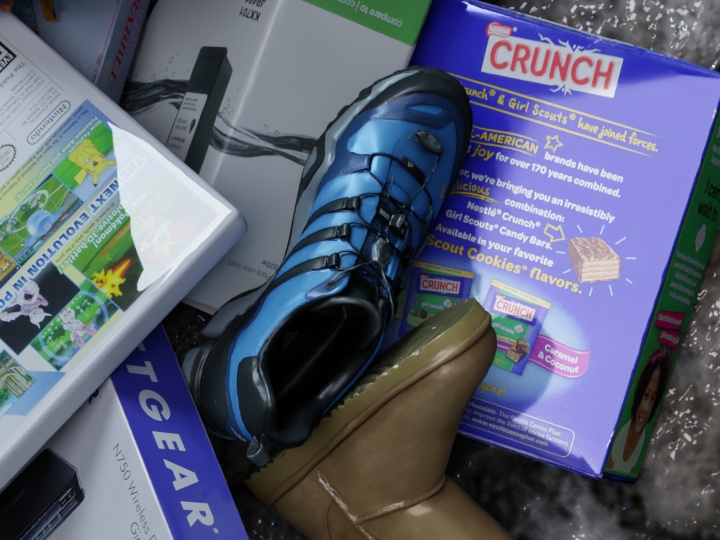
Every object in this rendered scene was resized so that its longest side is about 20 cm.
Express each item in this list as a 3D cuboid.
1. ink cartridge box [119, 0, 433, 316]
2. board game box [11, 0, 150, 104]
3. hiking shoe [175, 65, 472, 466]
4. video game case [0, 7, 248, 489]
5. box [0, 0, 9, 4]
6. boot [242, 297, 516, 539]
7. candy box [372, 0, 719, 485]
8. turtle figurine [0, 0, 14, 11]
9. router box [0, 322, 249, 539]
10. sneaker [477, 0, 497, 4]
[{"bbox_3d":[-0.056,-0.081,1.442,0.146,0.083,0.201,23,92,59],"label":"ink cartridge box"},{"bbox_3d":[-0.201,-0.151,1.462,0.199,0.041,0.200,11,71,13],"label":"board game box"},{"bbox_3d":[0.000,0.000,1.358,0.201,0.074,0.087,-58,30,-3],"label":"hiking shoe"},{"bbox_3d":[-0.178,-0.002,1.355,0.200,0.022,0.182,-46,61,-6],"label":"video game case"},{"bbox_3d":[-0.142,-0.194,1.354,0.200,0.038,0.137,-13,53,57],"label":"box"},{"bbox_3d":[0.062,0.127,1.383,0.200,0.066,0.175,47,133,-3],"label":"boot"},{"bbox_3d":[0.079,-0.018,1.434,0.168,0.077,0.201,18,91,19],"label":"candy box"},{"bbox_3d":[-0.073,-0.182,1.365,0.200,0.161,0.065,-37,93,-21],"label":"turtle figurine"},{"bbox_3d":[-0.141,0.119,1.375,0.180,0.049,0.201,-46,54,32],"label":"router box"},{"bbox_3d":[0.107,-0.201,1.434,0.200,0.071,0.098,-35,48,13],"label":"sneaker"}]
